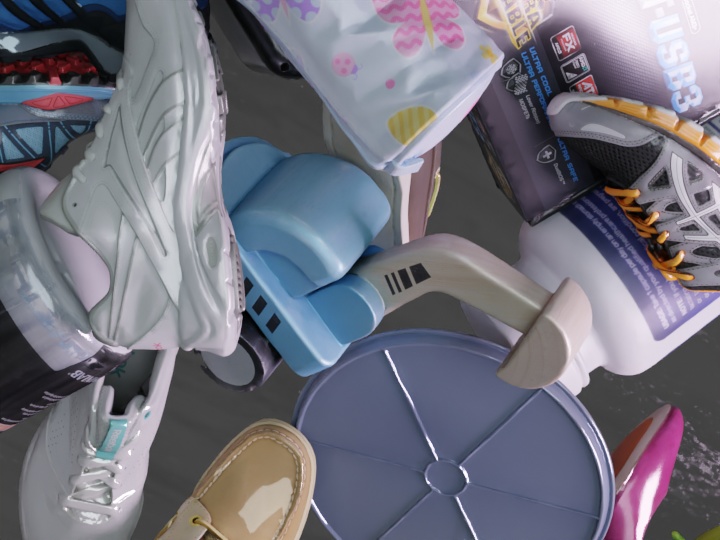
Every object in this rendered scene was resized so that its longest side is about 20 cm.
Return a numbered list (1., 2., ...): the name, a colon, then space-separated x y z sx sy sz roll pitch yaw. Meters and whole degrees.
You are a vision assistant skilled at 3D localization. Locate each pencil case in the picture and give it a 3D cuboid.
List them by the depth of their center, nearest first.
1. pencil case: -0.021 -0.142 0.841 0.200 0.083 0.091 45 64 -1

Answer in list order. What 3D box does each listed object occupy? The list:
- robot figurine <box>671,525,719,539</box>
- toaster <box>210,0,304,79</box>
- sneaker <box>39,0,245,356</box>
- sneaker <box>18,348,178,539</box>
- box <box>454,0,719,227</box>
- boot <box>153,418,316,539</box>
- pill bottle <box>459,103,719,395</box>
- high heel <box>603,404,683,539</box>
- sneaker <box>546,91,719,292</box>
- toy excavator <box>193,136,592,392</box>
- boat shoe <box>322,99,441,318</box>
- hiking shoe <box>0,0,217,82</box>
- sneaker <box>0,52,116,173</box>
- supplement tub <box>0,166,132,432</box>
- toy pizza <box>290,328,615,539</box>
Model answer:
1. robot figurine: 0.258 0.249 1.073 0.174 0.116 0.201 -16 99 3
2. toaster: -0.017 -0.216 0.961 0.180 0.119 0.201 -34 102 -6
3. sneaker: -0.114 -0.054 0.850 0.099 0.078 0.201 -5 85 -1
4. sneaker: -0.149 0.096 0.980 0.075 0.088 0.201 14 93 -15
5. box: 0.139 -0.151 0.938 0.198 0.050 0.201 -29 130 -2
6. boot: -0.101 0.177 0.958 0.073 0.155 0.200 36 93 8
7. pill bottle: 0.165 -0.008 1.024 0.200 0.120 0.120 -36 102 -7
8. high heel: 0.173 0.188 1.065 0.096 0.067 0.201 31 87 -4
9. sneaker: 0.181 -0.031 0.927 0.199 0.078 0.077 32 92 -12
10. toy excavator: 0.000 0.000 0.914 0.195 0.199 0.100 53 45 -12
11. boat shoe: 0.013 -0.049 0.974 0.072 0.201 0.060 30 53 22
12. hiking shoe: -0.170 -0.160 0.929 0.199 0.074 0.087 10 117 11
13. sneaker: -0.215 -0.072 0.967 0.199 0.079 0.096 -9 115 -7
14. supplement tub: -0.233 0.040 0.923 0.199 0.123 0.123 -28 102 10
15. toy pizza: 0.055 0.115 1.014 0.199 0.032 0.201 9 123 14
